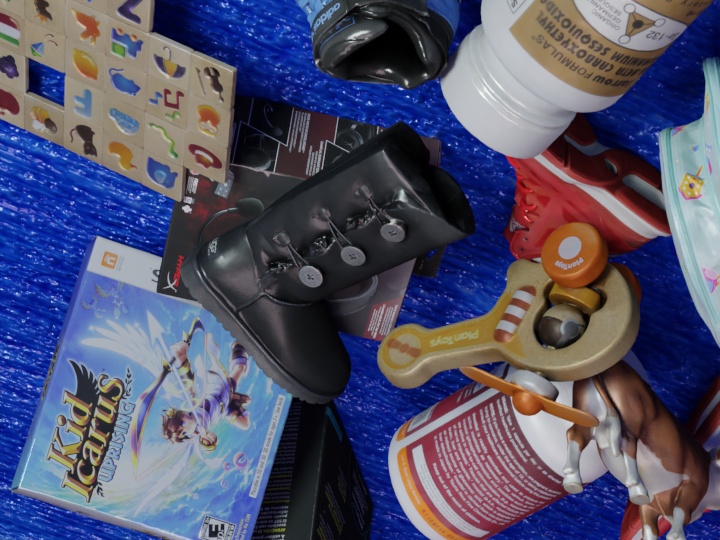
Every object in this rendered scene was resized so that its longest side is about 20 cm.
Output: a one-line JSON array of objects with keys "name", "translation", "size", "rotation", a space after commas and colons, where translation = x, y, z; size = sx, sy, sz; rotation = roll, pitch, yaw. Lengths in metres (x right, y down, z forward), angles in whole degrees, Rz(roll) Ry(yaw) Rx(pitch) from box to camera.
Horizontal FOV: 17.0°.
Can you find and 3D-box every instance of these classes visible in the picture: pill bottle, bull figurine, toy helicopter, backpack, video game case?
[{"name": "pill bottle", "translation": [0.143, -0.168, 1.550], "size": [0.114, 0.115, 0.200], "rotation": [27, 129, -20]}, {"name": "bull figurine", "translation": [0.214, 0.144, 1.755], "size": [0.065, 0.122, 0.200], "rotation": [-21, 131, 35]}, {"name": "toy helicopter", "translation": [0.103, 0.055, 1.708], "size": [0.199, 0.133, 0.079], "rotation": [-14, 146, 25]}, {"name": "backpack", "translation": [0.280, -0.053, 1.616], "size": [0.153, 0.176, 0.201], "rotation": [-8, 130, 10]}, {"name": "pill bottle", "translation": [0.126, 0.128, 1.867], "size": [0.113, 0.113, 0.200], "rotation": [36, 130, -27]}, {"name": "video game case", "translation": [-0.146, 0.097, 1.818], "size": [0.180, 0.201, 0.045], "rotation": [18, 168, -11]}]

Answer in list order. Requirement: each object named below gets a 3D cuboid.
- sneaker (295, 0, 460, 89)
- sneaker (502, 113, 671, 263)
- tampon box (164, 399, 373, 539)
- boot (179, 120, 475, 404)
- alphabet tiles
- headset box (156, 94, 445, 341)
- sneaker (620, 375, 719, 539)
[{"name": "sneaker", "translation": [-0.024, -0.189, 1.561], "size": [0.199, 0.112, 0.077], "rotation": [29, 133, -20]}, {"name": "sneaker", "translation": [0.121, -0.058, 1.703], "size": [0.200, 0.079, 0.115], "rotation": [37, 128, -25]}, {"name": "tampon box", "translation": [-0.075, 0.227, 1.933], "size": [0.126, 0.201, 0.150], "rotation": [-6, 134, 14]}, {"name": "boot", "translation": [-0.001, 0.000, 1.684], "size": [0.200, 0.066, 0.165], "rotation": [-31, 125, 27]}, {"name": "alphabet tiles", "translation": [-0.173, -0.136, 1.649], "size": [0.199, 0.008, 0.168], "rotation": [24, 135, 17]}, {"name": "headset box", "translation": [-0.036, -0.036, 1.746], "size": [0.199, 0.077, 0.149], "rotation": [14, 136, -4]}, {"name": "sneaker", "translation": [0.292, 0.172, 1.898], "size": [0.115, 0.079, 0.200], "rotation": [26, 135, -7]}]
